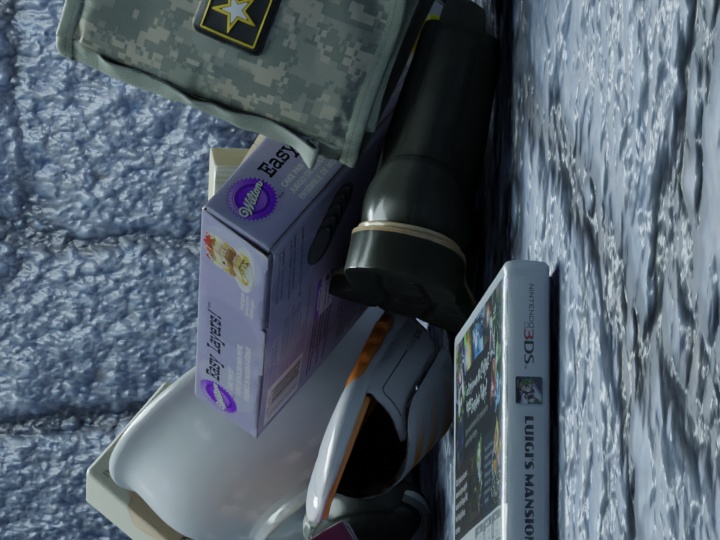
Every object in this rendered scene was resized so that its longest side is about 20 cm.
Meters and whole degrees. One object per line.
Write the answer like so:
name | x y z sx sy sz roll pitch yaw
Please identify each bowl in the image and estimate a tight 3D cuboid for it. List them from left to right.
bowl | -0.041 0.104 1.648 0.091 0.200 0.201 58 163 18

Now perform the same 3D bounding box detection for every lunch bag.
lunch bag | -0.040 -0.162 1.378 0.118 0.163 0.201 100 -169 -67

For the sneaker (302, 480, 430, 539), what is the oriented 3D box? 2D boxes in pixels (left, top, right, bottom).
sneaker | 0.011 0.203 1.627 0.200 0.074 0.116 90 170 -65

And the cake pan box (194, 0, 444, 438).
cake pan box | -0.015 -0.027 1.490 0.184 0.052 0.200 -48 -18 -26

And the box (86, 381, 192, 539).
box | -0.090 0.181 1.961 0.095 0.200 0.078 -50 -8 -17

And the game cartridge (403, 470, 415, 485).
game cartridge | 0.010 0.171 1.802 0.134 0.040 0.201 -88 3 -51

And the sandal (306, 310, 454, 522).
sandal | 0.028 0.058 1.517 0.079 0.059 0.207 110 -175 -45

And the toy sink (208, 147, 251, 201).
toy sink | -0.042 0.022 1.929 0.112 0.129 0.202 -115 28 -79

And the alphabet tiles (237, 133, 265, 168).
alphabet tiles | -0.012 -0.100 1.669 0.168 0.008 0.200 -57 20 2

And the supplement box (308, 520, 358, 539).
supplement box | -0.023 0.218 1.468 0.131 0.103 0.200 59 171 7

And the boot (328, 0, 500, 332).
boot | 0.038 -0.048 1.411 0.200 0.077 0.139 128 156 -81

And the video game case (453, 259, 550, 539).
video game case | 0.061 0.103 1.242 0.200 0.023 0.183 110 161 -79
